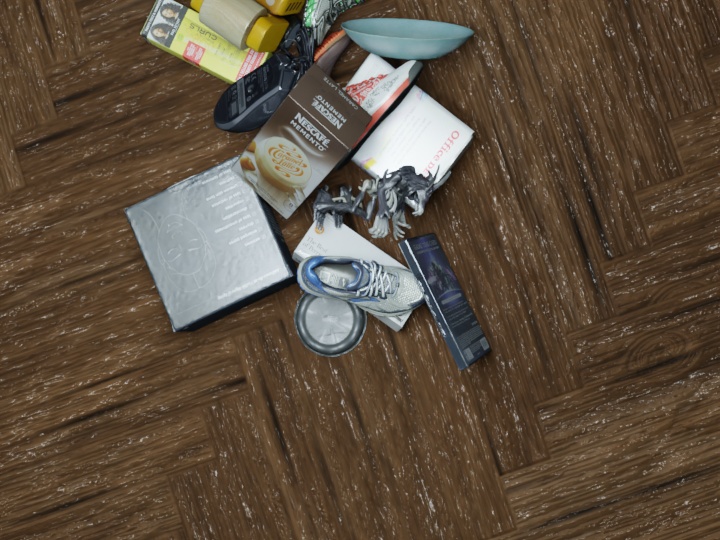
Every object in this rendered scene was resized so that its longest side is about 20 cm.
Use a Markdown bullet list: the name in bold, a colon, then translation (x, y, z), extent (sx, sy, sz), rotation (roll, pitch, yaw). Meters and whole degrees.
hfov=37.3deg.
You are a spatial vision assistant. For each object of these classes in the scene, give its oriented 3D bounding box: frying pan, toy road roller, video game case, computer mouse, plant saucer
- **frying pan**: translation (-0.029, 0.042, 1.650), extent (0.114, 0.031, 0.192), rotation (30, 92, 4)
- **toy road roller**: translation (-0.148, -0.418, 1.595), extent (0.122, 0.200, 0.147), rotation (34, 112, 5)
- **video game case**: translation (0.127, 0.042, 1.579), extent (0.019, 0.143, 0.202), rotation (-28, 85, 21)
- **computer mouse**: translation (-0.134, -0.261, 1.588), extent (0.198, 0.053, 0.140), rotation (-27, 50, 28)
- **plant saucer**: translation (0.068, -0.341, 1.584), extent (0.197, 0.201, 0.039), rotation (4, 110, 5)

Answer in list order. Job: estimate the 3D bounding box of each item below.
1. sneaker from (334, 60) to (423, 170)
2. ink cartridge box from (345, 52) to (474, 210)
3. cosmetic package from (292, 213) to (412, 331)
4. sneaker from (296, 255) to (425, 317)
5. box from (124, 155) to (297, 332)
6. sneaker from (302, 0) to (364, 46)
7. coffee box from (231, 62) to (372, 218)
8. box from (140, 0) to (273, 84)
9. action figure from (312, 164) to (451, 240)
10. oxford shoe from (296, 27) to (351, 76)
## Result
- **sneaker**: translation (-0.007, -0.255, 1.555), extent (0.108, 0.067, 0.202), rotation (43, 97, 3)
- **ink cartridge box**: translation (0.053, -0.208, 1.623), extent (0.199, 0.086, 0.148), rotation (39, 93, 4)
- **cosmetic package**: translation (0.000, 0.000, 1.621), extent (0.199, 0.051, 0.083), rotation (34, 75, 1)
- **sneaker**: translation (0.006, 0.020, 1.549), extent (0.196, 0.085, 0.078), rotation (7, 81, -5)
- **box**: translation (-0.220, -0.037, 1.619), extent (0.197, 0.124, 0.199), rotation (-24, 84, 3)
- **sneaker**: translation (-0.028, -0.428, 1.634), extent (0.084, 0.078, 0.202), rotation (28, 78, 1)
- **coffee box**: translation (-0.085, -0.177, 1.498), extent (0.114, 0.200, 0.080), rotation (40, 51, -6)
- **box**: translation (-0.239, -0.351, 1.671), extent (0.198, 0.050, 0.076), rotation (28, 90, 5)
- **action figure**: translation (0.037, -0.094, 1.535), extent (0.197, 0.118, 0.104), rotation (-9, 82, 30)
- **oxford shoe**: translation (-0.072, -0.286, 1.655), extent (0.072, 0.071, 0.201), rotation (38, 96, -14)
